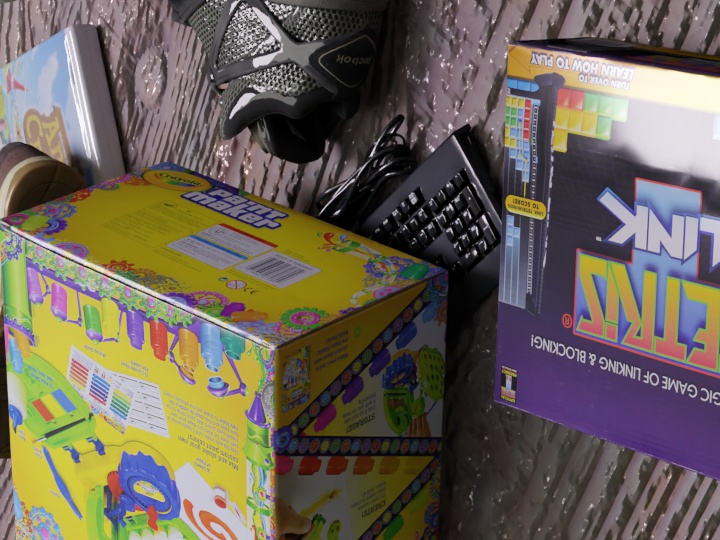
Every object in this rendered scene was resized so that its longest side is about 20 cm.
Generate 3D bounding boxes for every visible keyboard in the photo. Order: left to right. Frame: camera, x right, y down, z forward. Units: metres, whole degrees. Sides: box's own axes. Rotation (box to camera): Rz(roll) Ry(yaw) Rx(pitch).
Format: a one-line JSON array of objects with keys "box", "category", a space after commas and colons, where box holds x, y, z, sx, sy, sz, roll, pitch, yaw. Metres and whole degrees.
[{"box": [0.000, 0.000, 1.113, 0.200, 0.040, 0.104, -45, 62, 46], "category": "keyboard"}]

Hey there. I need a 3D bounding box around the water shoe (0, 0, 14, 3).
[{"box": [-0.204, -0.248, 1.199, 0.079, 0.071, 0.201, 18, 101, 54], "category": "water shoe"}]

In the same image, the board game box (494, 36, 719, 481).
[{"box": [0.141, -0.005, 0.913, 0.200, 0.057, 0.166, 16, 108, 51], "category": "board game box"}]

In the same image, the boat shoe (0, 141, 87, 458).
[{"box": [-0.205, 0.017, 1.336, 0.065, 0.073, 0.201, 46, 128, 52], "category": "boat shoe"}]

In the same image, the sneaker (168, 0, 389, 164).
[{"box": [-0.066, -0.123, 1.148, 0.199, 0.076, 0.115, 23, 108, 43], "category": "sneaker"}]

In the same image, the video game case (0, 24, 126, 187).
[{"box": [-0.198, -0.034, 1.383, 0.182, 0.022, 0.201, -20, 80, 52], "category": "video game case"}]

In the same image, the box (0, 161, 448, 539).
[{"box": [-0.072, 0.074, 1.106, 0.200, 0.122, 0.193, 23, 122, 37], "category": "box"}]
